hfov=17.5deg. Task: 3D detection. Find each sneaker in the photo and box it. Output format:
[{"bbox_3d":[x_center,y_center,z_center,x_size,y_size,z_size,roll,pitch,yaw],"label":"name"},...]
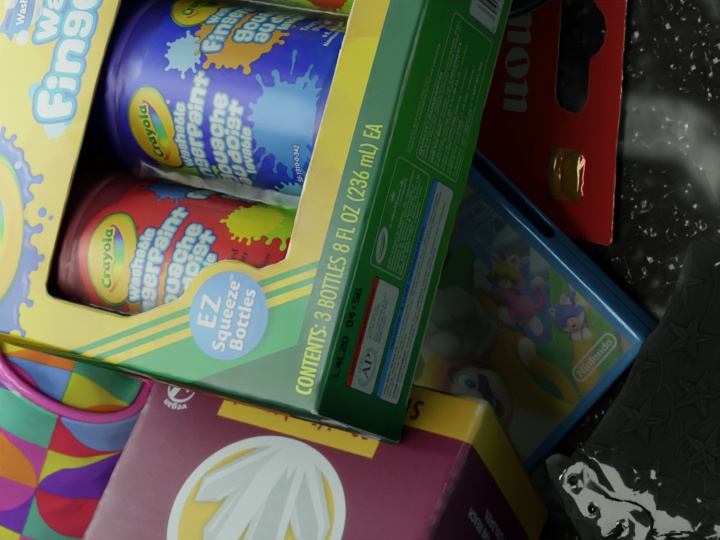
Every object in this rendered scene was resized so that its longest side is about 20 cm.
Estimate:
[{"bbox_3d":[0.101,0.097,0.787,0.104,0.060,0.200,33,89,25],"label":"sneaker"}]

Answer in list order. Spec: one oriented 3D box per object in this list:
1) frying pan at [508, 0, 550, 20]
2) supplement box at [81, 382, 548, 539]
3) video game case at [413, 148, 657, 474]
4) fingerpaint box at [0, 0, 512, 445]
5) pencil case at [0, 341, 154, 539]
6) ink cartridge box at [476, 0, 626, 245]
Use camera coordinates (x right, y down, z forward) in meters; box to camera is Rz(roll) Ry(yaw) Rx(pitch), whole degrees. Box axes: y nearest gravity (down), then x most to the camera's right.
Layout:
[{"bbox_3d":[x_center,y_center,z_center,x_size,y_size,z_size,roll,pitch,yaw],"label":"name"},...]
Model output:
[{"bbox_3d":[0.011,-0.171,0.857,0.190,0.031,0.115,41,112,13],"label":"frying pan"},{"bbox_3d":[-0.034,0.137,0.831,0.130,0.103,0.201,13,67,25],"label":"supplement box"},{"bbox_3d":[0.000,0.000,0.895,0.200,0.018,0.143,45,126,8],"label":"video game case"},{"bbox_3d":[-0.047,-0.059,0.811,0.166,0.073,0.201,13,84,26],"label":"fingerpaint box"},{"bbox_3d":[-0.130,0.078,0.986,0.089,0.088,0.200,56,150,23],"label":"pencil case"},{"bbox_3d":[0.010,-0.098,0.896,0.199,0.050,0.162,12,104,45],"label":"ink cartridge box"}]
